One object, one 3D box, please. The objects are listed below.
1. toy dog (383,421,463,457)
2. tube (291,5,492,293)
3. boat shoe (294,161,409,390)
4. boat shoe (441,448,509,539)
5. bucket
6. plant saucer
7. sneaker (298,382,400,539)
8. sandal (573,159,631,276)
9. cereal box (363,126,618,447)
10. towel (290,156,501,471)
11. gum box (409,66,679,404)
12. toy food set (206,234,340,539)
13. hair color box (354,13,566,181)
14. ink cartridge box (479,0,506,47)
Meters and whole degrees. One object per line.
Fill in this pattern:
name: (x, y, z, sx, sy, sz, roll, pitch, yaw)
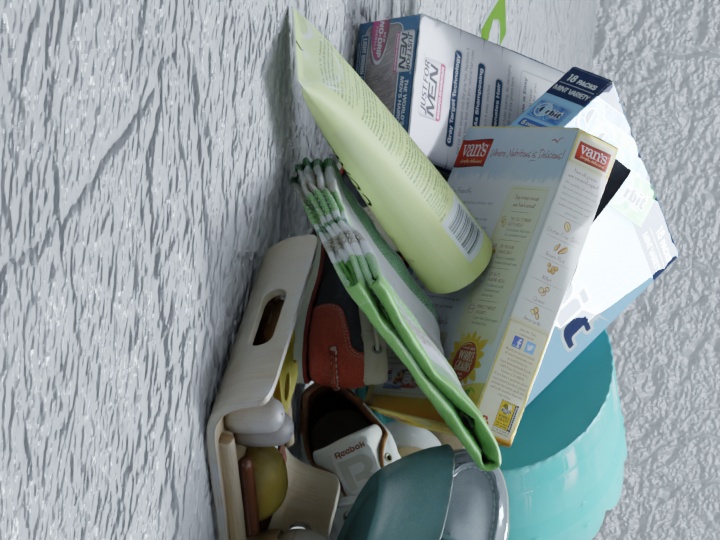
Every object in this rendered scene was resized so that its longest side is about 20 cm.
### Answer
toy dog: (0.003, 0.174, 1.811, 0.132, 0.096, 0.200, -21, 129, -83)
tube: (0.011, -0.069, 1.608, 0.052, 0.058, 0.200, -51, 128, -18)
boat shoe: (0.000, 0.000, 1.715, 0.200, 0.062, 0.071, -77, 165, -48)
boat shoe: (0.048, 0.193, 1.583, 0.201, 0.070, 0.072, -69, -171, -25)
bucket: (0.098, 0.103, 1.954, 0.135, 0.207, 0.207, 80, 17, -56)
plant saucer: (0.000, 0.187, 1.519, 0.200, 0.036, 0.200, -159, -90, -85)
sneaker: (0.004, 0.152, 1.663, 0.200, 0.073, 0.085, 61, -4, 36)
sandal: (0.122, 0.010, 1.765, 0.200, 0.043, 0.076, -51, -179, -13)
cereal box: (0.081, 0.006, 1.687, 0.144, 0.039, 0.200, 9, -105, 64)
towel: (0.024, 0.020, 1.555, 0.149, 0.031, 0.200, 52, 4, -24)
gum box: (0.119, -0.012, 1.841, 0.200, 0.045, 0.170, -43, 131, -20)
toy food set: (-0.039, 0.098, 1.531, 0.144, 0.060, 0.200, -74, 166, -48)
hair color box: (0.080, -0.103, 1.861, 0.200, 0.060, 0.100, 17, 75, -46)
ink cartridge box: (0.066, -0.107, 2.026, 0.148, 0.076, 0.200, -59, 151, -68)
